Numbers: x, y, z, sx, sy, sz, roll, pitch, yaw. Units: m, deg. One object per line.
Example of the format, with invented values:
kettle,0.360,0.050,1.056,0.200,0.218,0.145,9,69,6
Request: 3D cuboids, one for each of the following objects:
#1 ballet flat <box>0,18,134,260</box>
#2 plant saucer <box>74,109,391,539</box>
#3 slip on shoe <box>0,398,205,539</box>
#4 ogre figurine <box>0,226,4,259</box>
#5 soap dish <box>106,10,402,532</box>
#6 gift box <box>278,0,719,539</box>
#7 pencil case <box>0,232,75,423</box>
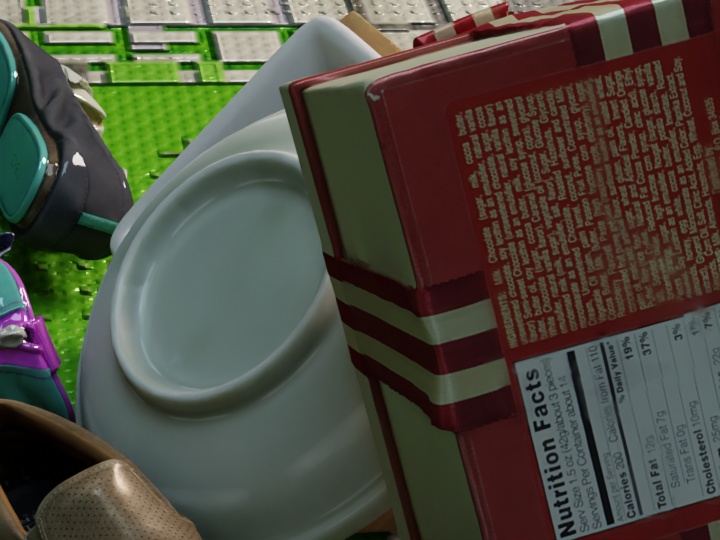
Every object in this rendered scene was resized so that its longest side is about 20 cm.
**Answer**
ballet flat,-0.151,-0.060,1.041,0.073,0.074,0.200,-7,29,-19
plant saucer,-0.039,0.012,0.819,0.199,0.050,0.201,-18,53,26
slip on shoe,-0.088,0.098,0.749,0.076,0.061,0.200,-21,24,-20
ogre figurine,-0.262,-0.060,0.964,0.199,0.121,0.098,17,34,18
soap dish,0.000,0.000,0.890,0.157,0.081,0.200,-46,44,2
gift box,0.093,0.001,0.683,0.199,0.186,0.187,-11,6,-9
pencil case,-0.213,0.052,0.825,0.199,0.092,0.086,-16,79,-28
